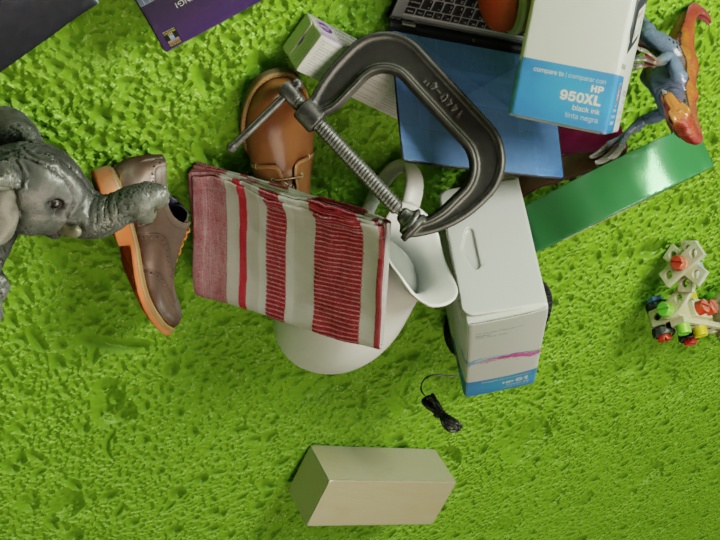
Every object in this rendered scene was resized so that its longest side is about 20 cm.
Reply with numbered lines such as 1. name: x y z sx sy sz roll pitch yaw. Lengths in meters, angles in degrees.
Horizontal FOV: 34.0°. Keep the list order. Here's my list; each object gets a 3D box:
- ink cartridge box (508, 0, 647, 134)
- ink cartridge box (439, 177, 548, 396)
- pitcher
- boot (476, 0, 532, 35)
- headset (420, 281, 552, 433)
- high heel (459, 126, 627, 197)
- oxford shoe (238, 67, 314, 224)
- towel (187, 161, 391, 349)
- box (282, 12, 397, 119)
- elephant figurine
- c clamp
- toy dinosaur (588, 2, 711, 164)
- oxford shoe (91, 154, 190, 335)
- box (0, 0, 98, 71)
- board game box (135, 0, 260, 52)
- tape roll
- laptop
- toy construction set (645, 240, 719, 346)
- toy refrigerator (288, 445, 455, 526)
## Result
1. ink cartridge box: 0.189 -0.219 0.964 0.144 0.083 0.203 -25 127 -72
2. ink cartridge box: 0.131 0.021 1.192 0.083 0.147 0.201 -10 154 0
3. pitcher: 0.000 0.000 1.160 0.120 0.174 0.199 21 141 -30
4. boot: 0.073 -0.272 0.939 0.106 0.075 0.202 -24 117 -5
5. headset: 0.149 0.091 1.358 0.200 0.094 0.123 -46 138 2
6. high heel: 0.177 -0.089 1.187 0.199 0.097 0.067 -40 138 13
7. oxford shoe: -0.067 -0.090 1.070 0.070 0.072 0.202 -14 136 -14
8. towel: -0.068 -0.010 1.070 0.023 0.197 0.146 -51 151 -49
9. box: 0.020 -0.170 1.060 0.198 0.039 0.042 18 121 -41
10. elephant figurine: -0.282 -0.059 0.937 0.199 0.143 0.154 -40 153 23
11. c clamp: 0.015 -0.103 0.989 0.171 0.199 0.027 -49 177 3
12. toy dinosaur: 0.287 -0.186 1.083 0.198 0.182 0.106 -27 136 -6
13. oxford shoe: -0.184 -0.019 1.077 0.072 0.072 0.202 -23 139 -13
14. box: -0.289 -0.200 0.731 0.197 0.201 0.123 -33 139 7
15. board game box: -0.099 -0.279 0.869 0.198 0.057 0.166 -29 138 0
16. tape roll: 0.256 -0.081 1.195 0.198 0.049 0.200 -26 177 -2
17. laptop: 0.130 -0.202 1.031 0.185 0.117 0.202 3 131 -32
18. toy construction set: 0.433 0.040 1.468 0.198 0.093 0.130 26 141 -35
19. toy refrigerator: 0.015 0.270 1.486 0.198 0.070 0.077 7 122 -35
